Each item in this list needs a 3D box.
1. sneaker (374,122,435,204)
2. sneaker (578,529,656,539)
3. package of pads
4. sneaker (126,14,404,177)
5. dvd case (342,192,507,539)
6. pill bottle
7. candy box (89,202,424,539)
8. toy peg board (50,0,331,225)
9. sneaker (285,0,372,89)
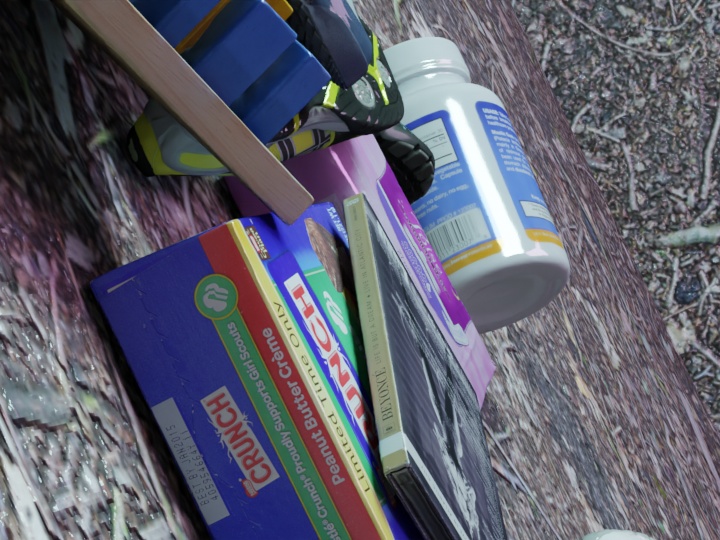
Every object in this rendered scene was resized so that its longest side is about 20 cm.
[{"bbox_3d":[-0.011,-0.100,1.468,0.200,0.075,0.079,46,19,-57],"label":"sneaker"},{"bbox_3d":[0.213,0.271,1.662,0.200,0.074,0.087,57,19,-28],"label":"sneaker"},{"bbox_3d":[0.000,0.000,1.299,0.200,0.076,0.121,61,16,-9],"label":"package of pads"},{"bbox_3d":[-0.048,-0.090,1.170,0.200,0.076,0.076,-11,77,-58],"label":"sneaker"},{"bbox_3d":[0.035,0.076,1.071,0.200,0.016,0.149,-100,164,-53],"label":"dvd case"},{"bbox_3d":[0.066,-0.064,1.630,0.112,0.112,0.200,40,26,-62],"label":"pill bottle"},{"bbox_3d":[-0.030,0.059,1.045,0.169,0.077,0.200,65,13,1],"label":"candy box"},{"bbox_3d":[-0.096,-0.148,0.980,0.199,0.098,0.200,43,-1,35],"label":"toy peg board"},{"bbox_3d":[-0.028,-0.190,1.103,0.200,0.082,0.070,64,-10,-5],"label":"sneaker"}]
